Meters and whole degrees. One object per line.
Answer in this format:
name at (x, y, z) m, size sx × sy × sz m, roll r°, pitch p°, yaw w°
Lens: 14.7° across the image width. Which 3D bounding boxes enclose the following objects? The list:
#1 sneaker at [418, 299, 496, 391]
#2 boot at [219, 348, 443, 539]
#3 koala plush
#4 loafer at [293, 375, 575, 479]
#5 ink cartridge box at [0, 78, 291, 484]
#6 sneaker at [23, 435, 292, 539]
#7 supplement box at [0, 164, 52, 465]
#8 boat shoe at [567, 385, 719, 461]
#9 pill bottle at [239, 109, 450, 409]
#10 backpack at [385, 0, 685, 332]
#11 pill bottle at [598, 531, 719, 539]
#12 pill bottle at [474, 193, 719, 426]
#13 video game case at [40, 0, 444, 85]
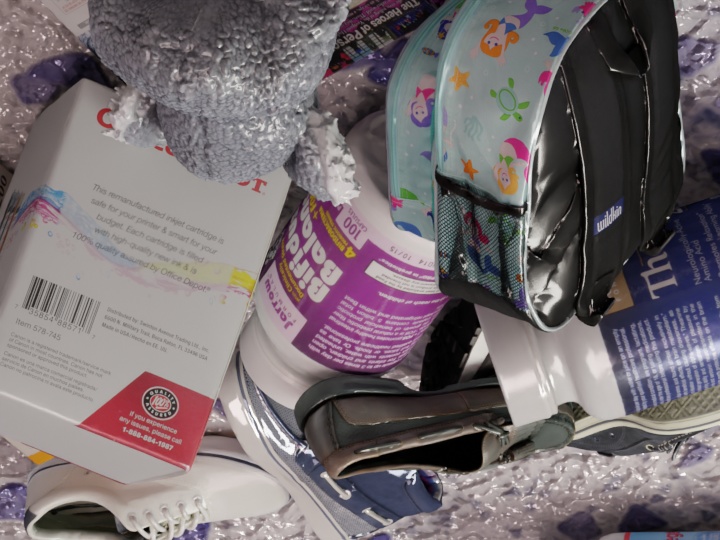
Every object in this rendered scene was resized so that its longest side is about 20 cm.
sneaker at (0.103, 0.049, 1.819) m, size 0.087 × 0.076 × 0.200 m, roll 16°, pitch 135°, yaw -15°
boot at (-0.020, 0.110, 1.907) m, size 0.090 × 0.073 × 0.200 m, roll -20°, pitch 137°, yaw 16°
koala plush at (-0.073, -0.120, 1.554) m, size 0.177 × 0.184 × 0.200 m, roll 15°, pitch 145°, yaw 8°
loafer at (0.053, 0.110, 1.778) m, size 0.199 × 0.063 × 0.072 m, roll 4°, pitch 139°, yaw -28°
ink cartridge box at (-0.153, 0.009, 1.699) m, size 0.145 × 0.201 × 0.145 m, roll 24°, pitch 166°, yaw -15°
sneaker at (-0.142, 0.167, 1.972) m, size 0.199 × 0.071 × 0.073 m, roll -5°, pitch 134°, yaw 14°
supplement box at (-0.231, 0.027, 1.843) m, size 0.126 × 0.074 × 0.200 m, roll -25°, pitch 127°, yaw 30°
boat shoe at (0.195, 0.083, 1.816) m, size 0.062 × 0.075 × 0.200 m, roll 26°, pitch 155°, yaw -30°
pill bottle at (0.000, 0.000, 1.754) m, size 0.112 × 0.113 × 0.200 m, roll 22°, pitch 133°, yaw -14°
backpack at (0.105, -0.092, 1.599) m, size 0.150 × 0.178 × 0.200 m, roll 27°, pitch 140°, yaw 25°
pill bottle at (0.222, 0.238, 1.963) m, size 0.199 × 0.109 × 0.109 m, roll -2°, pitch 135°, yaw 9°
pill bottle at (0.176, 0.026, 1.706) m, size 0.199 × 0.111 × 0.111 m, roll -18°, pitch 132°, yaw 2°
video game case at (-0.081, -0.176, 1.643) m, size 0.200 × 0.036 × 0.181 m, roll -27°, pitch 124°, yaw 30°
